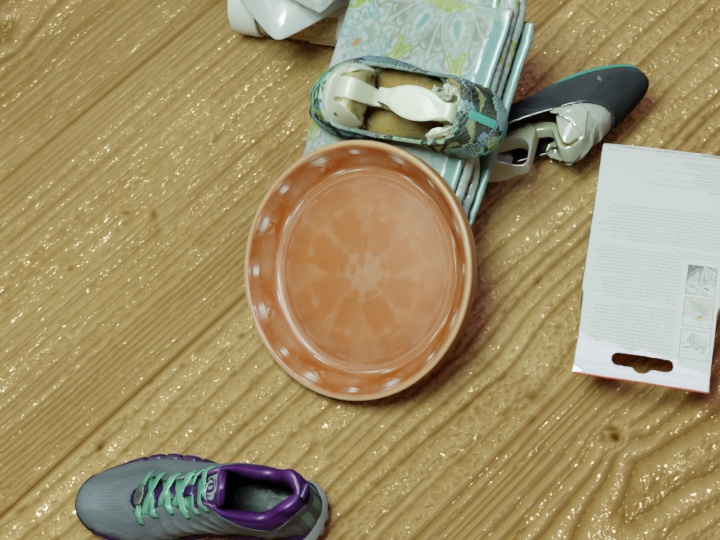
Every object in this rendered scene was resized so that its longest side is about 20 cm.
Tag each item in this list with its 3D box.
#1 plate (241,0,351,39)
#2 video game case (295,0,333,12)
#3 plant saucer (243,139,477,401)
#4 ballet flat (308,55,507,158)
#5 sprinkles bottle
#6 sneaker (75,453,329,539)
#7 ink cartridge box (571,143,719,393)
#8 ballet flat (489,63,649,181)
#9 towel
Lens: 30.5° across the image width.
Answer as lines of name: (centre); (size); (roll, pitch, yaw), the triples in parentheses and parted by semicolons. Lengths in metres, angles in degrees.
plate: (-0.042, -0.315, 1.175); (0.198, 0.032, 0.201); (-30, 58, -13)
video game case: (-0.029, -0.317, 1.145); (0.142, 0.018, 0.200); (30, 64, 23)
plant saucer: (0.000, 0.000, 1.037); (0.198, 0.032, 0.203); (0, 89, 27)
ballet flat: (0.021, -0.134, 1.024); (0.198, 0.074, 0.075); (12, 64, 38)
sprinkles bottle: (-0.017, -0.234, 1.179); (0.197, 0.068, 0.069); (10, 65, 13)
sneaker: (-0.125, 0.163, 0.985); (0.197, 0.088, 0.075); (-1, 63, 8)
ink cartridge box: (0.230, 0.003, 1.035); (0.107, 0.050, 0.202); (8, 66, 12)
ballet flat: (0.147, -0.111, 1.093); (0.197, 0.073, 0.074); (-14, 62, 8)
towel: (0.043, -0.139, 1.081); (0.170, 0.048, 0.203); (21, 94, 38)
